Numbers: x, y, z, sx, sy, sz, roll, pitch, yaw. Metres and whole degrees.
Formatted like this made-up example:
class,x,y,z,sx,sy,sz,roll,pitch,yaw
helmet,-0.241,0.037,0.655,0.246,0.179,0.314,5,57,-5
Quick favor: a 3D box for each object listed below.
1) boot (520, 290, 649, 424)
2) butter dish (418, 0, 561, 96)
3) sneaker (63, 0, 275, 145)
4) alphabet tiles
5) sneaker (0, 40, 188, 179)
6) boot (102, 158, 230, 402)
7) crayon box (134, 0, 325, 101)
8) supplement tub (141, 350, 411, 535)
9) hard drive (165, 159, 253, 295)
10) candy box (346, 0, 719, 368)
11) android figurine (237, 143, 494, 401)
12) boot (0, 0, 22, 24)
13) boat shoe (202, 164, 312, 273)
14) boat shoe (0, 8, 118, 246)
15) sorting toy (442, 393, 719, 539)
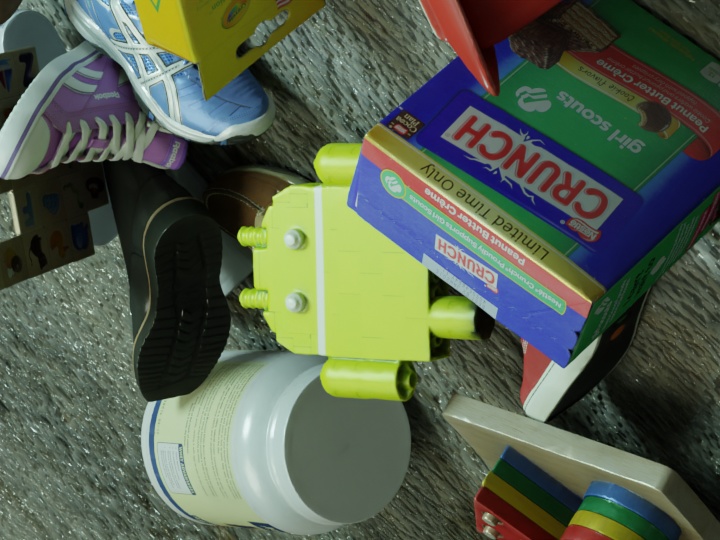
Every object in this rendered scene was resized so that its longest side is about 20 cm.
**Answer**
class,x,y,z,sx,sy,sz,roll,pitch,yaw
boot,0.116,0.006,1.657,0.144,0.072,0.200,42,146,19
butter dish,0.081,-0.230,1.362,0.200,0.148,0.200,-96,-18,-64
sneaker,-0.141,-0.166,1.777,0.200,0.076,0.077,40,149,16
alphabet tiles,-0.246,-0.081,1.830,0.008,0.200,0.167,-6,99,24
sneaker,-0.185,-0.105,1.803,0.114,0.200,0.073,35,128,4
boot,-0.160,-0.010,1.917,0.138,0.077,0.200,55,145,39
crayon box,-0.095,-0.226,1.598,0.051,0.127,0.200,25,142,36
supplement tub,-0.068,0.135,1.962,0.200,0.145,0.145,-2,123,54
hard drive,-0.167,-0.061,1.984,0.200,0.026,0.132,49,150,0
candy box,0.121,-0.065,1.428,0.169,0.200,0.077,37,148,18
android figurine,0.000,0.000,1.738,0.200,0.041,0.182,4,98,29
boot,-0.177,-0.215,1.724,0.200,0.064,0.187,32,115,23
boat shoe,-0.046,-0.018,1.828,0.200,0.074,0.076,24,142,36
boat shoe,-0.255,-0.111,1.941,0.086,0.075,0.202,5,127,49
sorting toy,0.165,0.187,1.731,0.200,0.070,0.199,17,158,43
